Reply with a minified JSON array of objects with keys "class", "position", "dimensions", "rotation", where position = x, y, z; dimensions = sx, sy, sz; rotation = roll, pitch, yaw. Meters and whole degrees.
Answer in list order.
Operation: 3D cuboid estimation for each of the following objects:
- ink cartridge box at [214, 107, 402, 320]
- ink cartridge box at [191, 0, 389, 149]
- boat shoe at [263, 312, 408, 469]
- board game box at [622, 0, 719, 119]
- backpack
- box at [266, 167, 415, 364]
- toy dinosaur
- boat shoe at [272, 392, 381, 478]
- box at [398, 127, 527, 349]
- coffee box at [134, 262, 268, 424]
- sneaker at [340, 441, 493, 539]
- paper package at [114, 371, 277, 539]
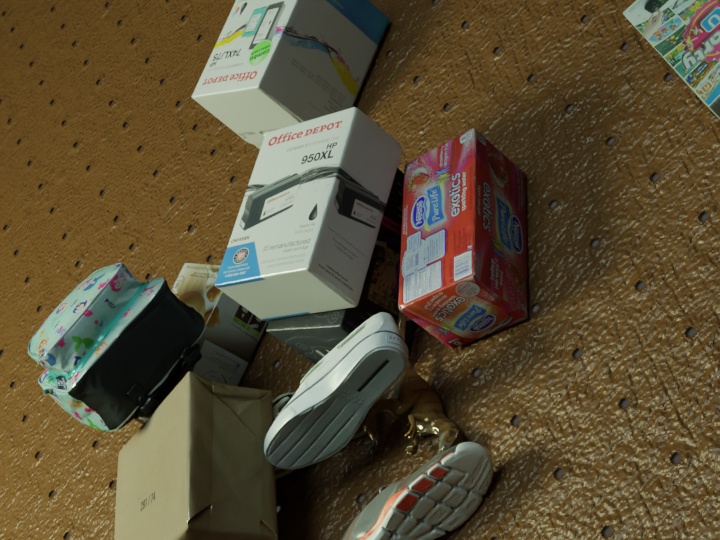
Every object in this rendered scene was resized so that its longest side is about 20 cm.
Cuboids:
[{"class":"ink cartridge box","position":[-0.054,-0.059,1.616],"dimensions":[0.144,0.084,0.201],"rotation":[-10,53,42]},{"class":"ink cartridge box","position":[-0.089,-0.271,1.958],"dimensions":[0.146,0.146,0.201],"rotation":[-1,61,48]},{"class":"boat shoe","position":[-0.022,0.123,1.545],"dimensions":[0.200,0.073,0.067],"rotation":[-41,29,24]},{"class":"board game box","position":[0.368,-0.244,1.501],"dimensions":[0.148,0.064,0.200],"rotation":[-43,38,14]},{"class":"backpack","position":[-0.284,0.088,1.731],"dimensions":[0.178,0.151,0.200],"rotation":[-51,10,-17]},{"class":"box","position":[0.000,0.000,1.670],"dimensions":[0.122,0.106,0.201],"rotation":[-5,57,45]},{"class":"toy dinosaur","position":[0.050,0.128,1.566],"dimensions":[0.106,0.060,0.200],"rotation":[-33,49,6]},{"class":"boat shoe","position":[-0.073,0.165,1.647],"dimensions":[0.200,0.068,0.075],"rotation":[-30,42,28]},{"class":"box","position":[0.108,-0.034,1.587],"dimensions":[0.100,0.095,0.200],"rotation":[-26,44,32]},{"class":"coffee box","position":[-0.196,0.098,1.829],"dimensions":[0.114,0.080,0.200],"rotation":[3,63,51]},{"class":"sneaker","position":[0.040,0.225,1.472],"dimensions":[0.200,0.077,0.082],"rotation":[-44,31,12]},{"class":"paper package","position":[-0.179,0.237,1.618],"dimensions":[0.200,0.103,0.191],"rotation":[-47,38,44]}]
